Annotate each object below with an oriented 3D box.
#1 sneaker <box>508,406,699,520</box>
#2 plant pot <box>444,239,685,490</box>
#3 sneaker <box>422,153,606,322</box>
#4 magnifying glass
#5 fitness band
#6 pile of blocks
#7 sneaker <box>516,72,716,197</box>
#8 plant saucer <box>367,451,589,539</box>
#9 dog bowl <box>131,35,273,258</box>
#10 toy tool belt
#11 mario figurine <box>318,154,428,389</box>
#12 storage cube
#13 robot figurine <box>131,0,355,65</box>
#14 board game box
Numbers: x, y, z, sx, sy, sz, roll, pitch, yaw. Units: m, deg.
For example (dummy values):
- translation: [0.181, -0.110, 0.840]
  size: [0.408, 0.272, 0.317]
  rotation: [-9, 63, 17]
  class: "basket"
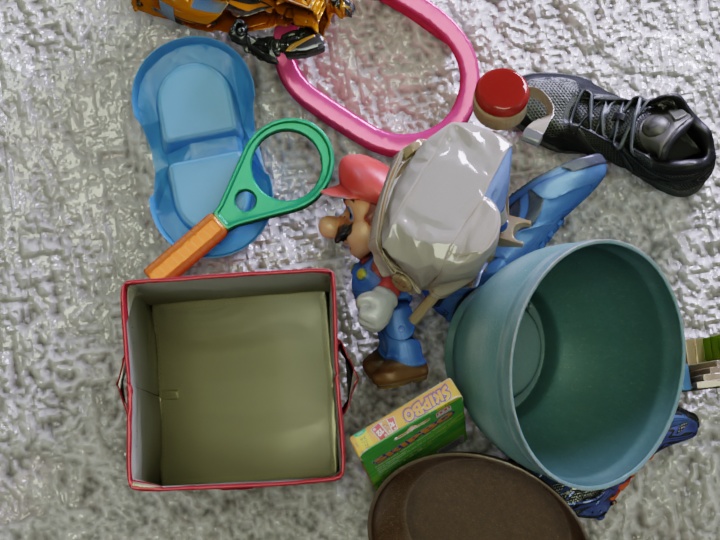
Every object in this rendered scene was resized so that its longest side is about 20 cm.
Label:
- translation: [0.208, 0.176, 1.447]
  size: [0.199, 0.075, 0.079]
  rotation: [-25, 94, 4]
  class: "sneaker"
- translation: [0.154, 0.072, 1.371]
  size: [0.199, 0.134, 0.202]
  rotation: [-4, 96, -37]
  class: "plant pot"
- translation: [0.142, -0.027, 1.453]
  size: [0.199, 0.066, 0.079]
  rotation: [-34, 78, 12]
  class: "sneaker"
- translation: [-0.107, -0.055, 1.444]
  size: [0.200, 0.022, 0.080]
  rotation: [-41, 86, -7]
  class: "magnifying glass"
- translation: [0.015, -0.190, 1.501]
  size: [0.199, 0.037, 0.144]
  rotation: [33, 84, 5]
  class: "fitness band"
- translation: [0.279, 0.076, 1.447]
  size: [0.198, 0.082, 0.063]
  rotation: [-6, 83, -1]
  class: "pile of blocks"
- translation: [0.226, -0.134, 1.457]
  size: [0.198, 0.114, 0.077]
  rotation: [26, 79, 5]
  class: "sneaker"
- translation: [0.105, 0.229, 1.406]
  size: [0.199, 0.037, 0.202]
  rotation: [10, 124, 15]
  class: "plant saucer"
- translation: [-0.141, -0.107, 1.483]
  size: [0.110, 0.050, 0.202]
  rotation: [-11, 83, -2]
  class: "dog bowl"
- translation: [0.084, -0.060, 1.379]
  size: [0.124, 0.123, 0.201]
  rotation: [22, 64, 12]
  class: "toy tool belt"
- translation: [0.000, 0.000, 1.434]
  size: [0.105, 0.123, 0.202]
  rotation: [-14, 98, -43]
  class: "mario figurine"
- translation: [-0.101, 0.098, 1.393]
  size: [0.198, 0.180, 0.173]
  rotation: [-3, 83, -2]
  class: "storage cube"
- translation: [-0.100, -0.259, 1.471]
  size: [0.198, 0.058, 0.146]
  rotation: [14, 61, 14]
  class: "robot figurine"
- translation: [0.043, 0.140, 1.378]
  size: [0.095, 0.200, 0.030]
  rotation: [-30, 77, -4]
  class: "board game box"
